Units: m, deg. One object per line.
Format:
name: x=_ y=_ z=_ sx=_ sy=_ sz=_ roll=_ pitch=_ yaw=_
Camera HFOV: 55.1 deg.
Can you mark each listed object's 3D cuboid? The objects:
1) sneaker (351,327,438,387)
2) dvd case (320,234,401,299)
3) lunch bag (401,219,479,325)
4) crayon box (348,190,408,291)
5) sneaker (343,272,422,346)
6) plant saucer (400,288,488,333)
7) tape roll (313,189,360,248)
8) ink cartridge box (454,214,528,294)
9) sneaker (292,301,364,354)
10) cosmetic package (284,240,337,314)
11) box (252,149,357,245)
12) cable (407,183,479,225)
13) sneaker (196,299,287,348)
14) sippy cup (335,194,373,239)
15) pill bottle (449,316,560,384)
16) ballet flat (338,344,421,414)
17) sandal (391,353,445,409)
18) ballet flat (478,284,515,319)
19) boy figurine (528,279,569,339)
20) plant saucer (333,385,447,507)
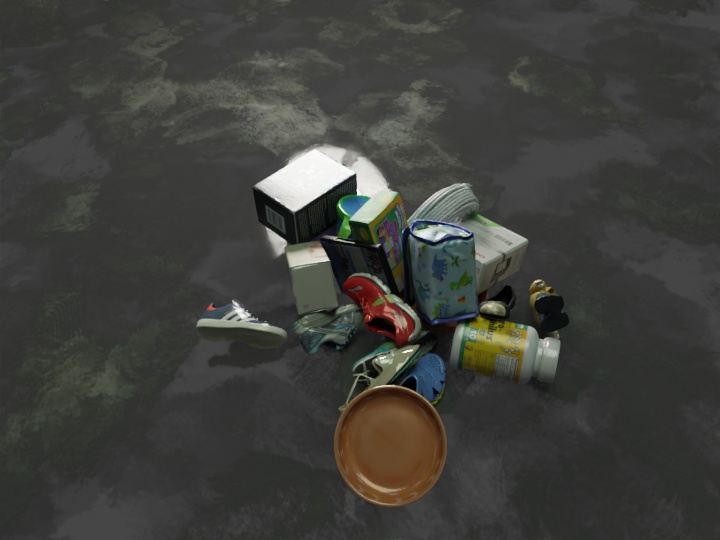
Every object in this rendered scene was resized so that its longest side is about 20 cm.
sneaker: x=0.063 y=0.170 z=1.381 sx=0.198 sy=0.079 sz=0.079 roll=-23 pitch=29 yaw=-27
dvd case: x=0.000 y=0.000 z=1.439 sx=0.017 sy=0.144 sz=0.199 roll=-34 pitch=27 yaw=-29
lunch bag: x=0.146 y=-0.004 z=1.374 sx=0.125 sy=0.173 sz=0.200 roll=-7 pitch=15 yaw=-11
crayon box: x=0.053 y=-0.051 z=1.460 sx=0.058 sy=0.202 sz=0.119 roll=11 pitch=43 yaw=37
sneaker: x=0.030 y=0.076 z=1.366 sx=0.199 sy=0.078 sz=0.084 roll=34 pitch=52 yaw=31
plant saucer: x=0.177 y=0.060 z=1.501 sx=0.196 sy=0.033 sz=0.202 roll=-1 pitch=45 yaw=1
tape roll: x=-0.093 y=-0.146 z=1.698 sx=0.196 sy=0.066 sz=0.202 roll=-1 pitch=45 yaw=1
ink cartridge box: x=0.255 y=-0.039 z=1.520 sx=0.145 sy=0.085 sz=0.199 roll=32 pitch=34 yaw=29
sneaker: x=-0.046 y=0.123 z=1.431 sx=0.198 sy=0.077 sz=0.088 roll=-14 pitch=82 yaw=-32
cosmetic package: x=-0.107 y=0.010 z=1.454 sx=0.086 sy=0.105 sz=0.200 roll=-10 pitch=17 yaw=-6
box: x=-0.124 y=-0.168 z=1.599 sx=0.148 sy=0.108 sz=0.199 roll=32 pitch=53 yaw=31
cable: x=0.178 y=-0.114 z=1.568 sx=0.070 sy=0.200 sz=0.199 roll=51 pitch=20 yaw=12
sneaker: x=-0.241 y=0.105 z=1.441 sx=0.196 sy=0.076 sz=0.085 roll=8 pitch=49 yaw=11
sippy cup: x=0.000 y=-0.082 z=1.569 sx=0.175 sy=0.132 sz=0.140 roll=-2 pitch=35 yaw=-29
pill bottle: x=0.280 y=0.156 z=1.341 sx=0.197 sy=0.114 sz=0.114 roll=11 pitch=46 yaw=14
ballet flat: x=0.032 y=0.203 z=1.290 sx=0.069 sy=0.070 sz=0.201 roll=33 pitch=77 yaw=31
sandal: x=0.103 y=0.226 z=1.298 sx=0.078 sy=0.088 sz=0.200 roll=18 pitch=46 yaw=23
ballet flat: x=0.278 y=0.064 z=1.404 sx=0.065 sy=0.058 sz=0.200 roll=12 pitch=9 yaw=16
boy figurine: x=0.381 y=0.078 z=1.408 sx=0.063 sy=0.126 sz=0.200 roll=-17 pitch=0 yaw=13
plant saucer: x=0.052 y=0.303 z=1.199 sx=0.196 sy=0.037 sz=0.204 roll=-2 pitch=77 yaw=10
